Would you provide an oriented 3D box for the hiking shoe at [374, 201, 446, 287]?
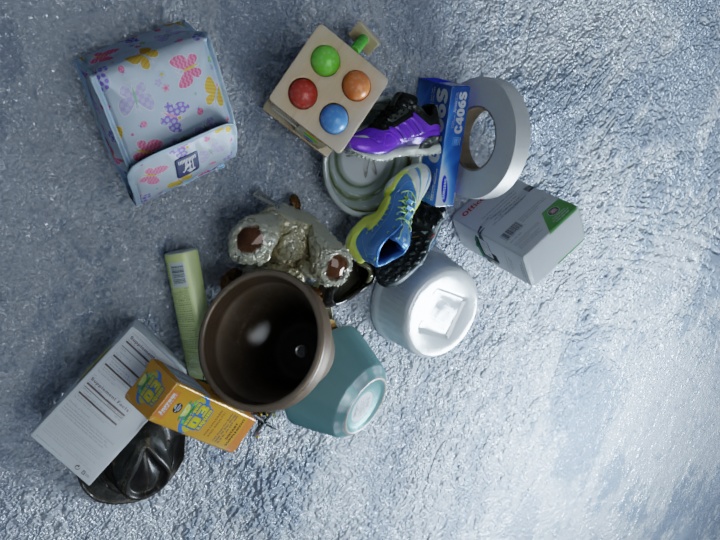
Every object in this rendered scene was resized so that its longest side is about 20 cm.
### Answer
[{"bbox_3d":[0.091,-0.033,1.323,0.201,0.074,0.087,-51,159,-30],"label":"hiking shoe"}]

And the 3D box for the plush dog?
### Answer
[{"bbox_3d":[-0.129,-0.014,1.196,0.197,0.161,0.173,16,119,-20],"label":"plush dog"}]

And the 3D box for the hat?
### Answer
[{"bbox_3d":[-0.351,0.301,1.192,0.198,0.081,0.204,-14,117,-29],"label":"hat"}]

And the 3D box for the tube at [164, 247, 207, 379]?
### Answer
[{"bbox_3d":[-0.254,0.069,1.144,0.051,0.058,0.204,-10,98,-6],"label":"tube"}]

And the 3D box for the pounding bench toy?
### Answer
[{"bbox_3d":[-0.032,-0.284,1.087,0.123,0.156,0.201,35,88,-13],"label":"pounding bench toy"}]

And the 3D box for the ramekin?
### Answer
[{"bbox_3d":[0.126,0.063,1.411,0.198,0.097,0.204,-15,117,-30],"label":"ramekin"}]

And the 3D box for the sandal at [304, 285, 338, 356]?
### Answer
[{"bbox_3d":[-0.070,0.115,1.324,0.079,0.054,0.203,-23,122,-25],"label":"sandal"}]

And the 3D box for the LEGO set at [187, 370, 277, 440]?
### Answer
[{"bbox_3d":[-0.190,0.179,1.227,0.199,0.115,0.155,35,89,-40],"label":"LEGO set"}]

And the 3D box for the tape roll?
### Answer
[{"bbox_3d":[0.204,-0.224,1.277,0.037,0.202,0.206,-2,111,-33],"label":"tape roll"}]

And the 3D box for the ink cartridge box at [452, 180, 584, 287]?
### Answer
[{"bbox_3d":[0.290,-0.080,1.399,0.146,0.199,0.085,-40,130,-12],"label":"ink cartridge box"}]

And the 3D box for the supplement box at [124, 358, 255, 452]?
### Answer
[{"bbox_3d":[-0.234,0.194,1.061,0.067,0.068,0.200,-53,143,-4],"label":"supplement box"}]

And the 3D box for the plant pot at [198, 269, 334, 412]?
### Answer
[{"bbox_3d":[-0.118,0.116,1.135,0.202,0.199,0.174,-56,158,-1],"label":"plant pot"}]

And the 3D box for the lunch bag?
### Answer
[{"bbox_3d":[-0.260,-0.205,1.010,0.168,0.127,0.203,-26,129,-21],"label":"lunch bag"}]

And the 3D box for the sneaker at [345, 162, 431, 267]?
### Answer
[{"bbox_3d":[0.067,-0.082,1.237,0.201,0.105,0.076,-51,132,-2],"label":"sneaker"}]

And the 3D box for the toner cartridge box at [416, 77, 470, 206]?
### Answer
[{"bbox_3d":[0.130,-0.220,1.293,0.043,0.095,0.204,-6,113,-31],"label":"toner cartridge box"}]

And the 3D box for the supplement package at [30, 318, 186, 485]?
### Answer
[{"bbox_3d":[-0.359,0.184,1.096,0.110,0.114,0.200,44,81,-12],"label":"supplement package"}]

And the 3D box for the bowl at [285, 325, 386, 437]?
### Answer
[{"bbox_3d":[-0.027,0.210,1.322,0.200,0.104,0.203,-38,144,-35],"label":"bowl"}]

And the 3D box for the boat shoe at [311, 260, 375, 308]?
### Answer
[{"bbox_3d":[0.000,0.000,1.299,0.200,0.064,0.074,-46,123,-26],"label":"boat shoe"}]

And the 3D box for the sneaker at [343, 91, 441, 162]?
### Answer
[{"bbox_3d":[0.049,-0.230,1.188,0.198,0.069,0.101,-13,115,-39],"label":"sneaker"}]

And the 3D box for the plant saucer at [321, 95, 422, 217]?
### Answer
[{"bbox_3d":[0.013,-0.191,1.252,0.197,0.050,0.204,-14,117,-30],"label":"plant saucer"}]
